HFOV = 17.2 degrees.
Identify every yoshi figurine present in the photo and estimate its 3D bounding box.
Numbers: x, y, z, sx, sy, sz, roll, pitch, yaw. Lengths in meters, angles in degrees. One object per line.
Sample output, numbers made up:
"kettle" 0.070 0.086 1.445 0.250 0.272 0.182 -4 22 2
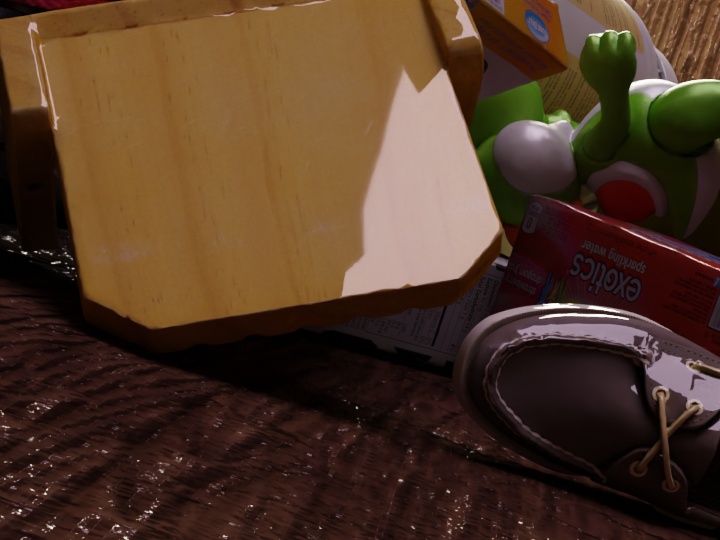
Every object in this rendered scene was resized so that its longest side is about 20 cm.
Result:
"yoshi figurine" 0.120 -0.081 1.242 0.198 0.113 0.112 -12 26 -1

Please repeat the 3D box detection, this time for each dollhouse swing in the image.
"dollhouse swing" -0.045 -0.023 1.023 0.198 0.177 0.182 -9 -24 -10

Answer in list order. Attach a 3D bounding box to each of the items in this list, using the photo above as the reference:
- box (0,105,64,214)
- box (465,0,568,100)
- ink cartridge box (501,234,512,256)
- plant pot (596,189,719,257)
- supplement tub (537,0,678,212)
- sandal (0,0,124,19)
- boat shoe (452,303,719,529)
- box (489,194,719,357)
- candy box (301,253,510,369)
"box" -0.209 -0.085 1.186 0.143 0.037 0.200 21 -12 11
"box" -0.013 -0.100 1.154 0.199 0.042 0.119 -20 -23 24
"ink cartridge box" 0.057 -0.049 1.551 0.197 0.047 0.200 24 12 -37
"plant pot" 0.230 0.008 1.356 0.199 0.197 0.194 2 16 -44
"supplement tub" 0.082 -0.118 1.382 0.145 0.146 0.200 24 -2 45
"sandal" -0.118 -0.128 1.070 0.198 0.045 0.075 -8 45 -4
"boat shoe" 0.133 0.067 0.962 0.199 0.072 0.060 21 5 -19
"box" 0.149 0.042 1.106 0.095 0.100 0.200 16 6 -31
"candy box" 0.000 0.000 1.208 0.199 0.061 0.136 17 5 -35
